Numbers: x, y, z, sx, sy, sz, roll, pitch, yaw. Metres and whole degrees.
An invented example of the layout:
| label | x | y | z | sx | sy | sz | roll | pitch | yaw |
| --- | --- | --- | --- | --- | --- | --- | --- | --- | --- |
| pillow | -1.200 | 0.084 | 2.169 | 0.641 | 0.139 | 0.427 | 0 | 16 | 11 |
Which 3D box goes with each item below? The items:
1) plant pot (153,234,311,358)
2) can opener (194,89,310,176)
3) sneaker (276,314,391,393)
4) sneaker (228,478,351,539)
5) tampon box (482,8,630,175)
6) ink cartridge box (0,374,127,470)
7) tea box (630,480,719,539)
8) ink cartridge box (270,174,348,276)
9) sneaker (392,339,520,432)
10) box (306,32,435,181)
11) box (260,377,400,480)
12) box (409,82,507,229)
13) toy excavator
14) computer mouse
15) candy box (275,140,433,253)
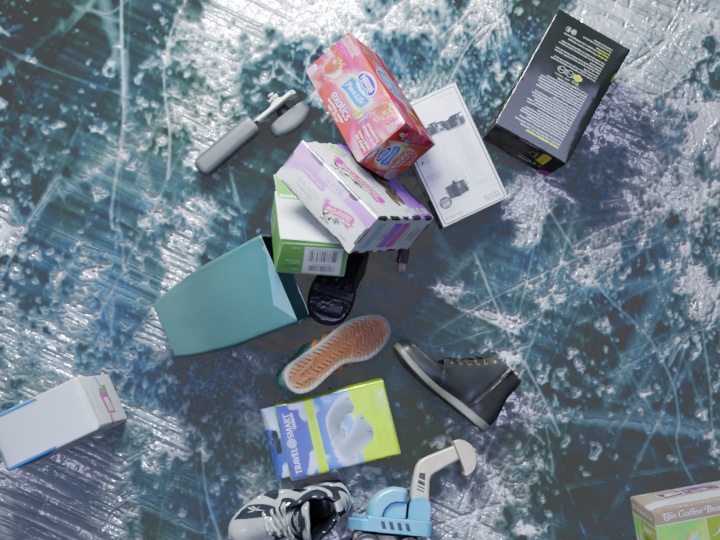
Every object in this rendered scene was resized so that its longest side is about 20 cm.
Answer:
| label | x | y | z | sx | sy | sz | roll | pitch | yaw |
| --- | --- | --- | --- | --- | --- | --- | --- | --- | --- |
| plant pot | -0.202 | 0.049 | 1.671 | 0.199 | 0.141 | 0.142 | -23 | 89 | 5 |
| can opener | -0.171 | -0.213 | 1.719 | 0.200 | 0.053 | 0.067 | -36 | 90 | -2 |
| sneaker | -0.047 | 0.126 | 1.707 | 0.200 | 0.080 | 0.072 | -28 | 98 | -23 |
| sneaker | -0.110 | 0.378 | 1.664 | 0.198 | 0.130 | 0.080 | -12 | 88 | -1 |
| tampon box | 0.297 | -0.267 | 1.682 | 0.126 | 0.150 | 0.200 | 30 | 88 | 0 |
| ink cartridge box | -0.445 | 0.223 | 1.629 | 0.144 | 0.200 | 0.085 | -25 | 85 | -2 |
| tea box | 0.540 | 0.433 | 1.674 | 0.199 | 0.134 | 0.198 | -11 | 88 | -1 |
| ink cartridge box | -0.080 | -0.070 | 1.655 | 0.103 | 0.200 | 0.059 | 4 | 122 | -11 |
| sneaker | 0.149 | 0.151 | 1.711 | 0.200 | 0.075 | 0.106 | 40 | 83 | -9 |
| box | 0.014 | -0.246 | 1.652 | 0.095 | 0.100 | 0.200 | -38 | 60 | 18 |
| box | -0.048 | 0.250 | 1.711 | 0.199 | 0.048 | 0.122 | -14 | 88 | -2 |
| box | 0.137 | -0.179 | 1.721 | 0.116 | 0.060 | 0.201 | -26 | 89 | -2 |
| toy excavator | 0.079 | 0.357 | 1.693 | 0.194 | 0.100 | 0.201 | 5 | 80 | -2 |
| computer mouse | 0.000 | 0.000 | 1.722 | 0.140 | 0.046 | 0.201 | 12 | 76 | 3 |
| candy box | -0.005 | -0.109 | 1.623 | 0.168 | 0.200 | 0.072 | 47 | 112 | 17 |
